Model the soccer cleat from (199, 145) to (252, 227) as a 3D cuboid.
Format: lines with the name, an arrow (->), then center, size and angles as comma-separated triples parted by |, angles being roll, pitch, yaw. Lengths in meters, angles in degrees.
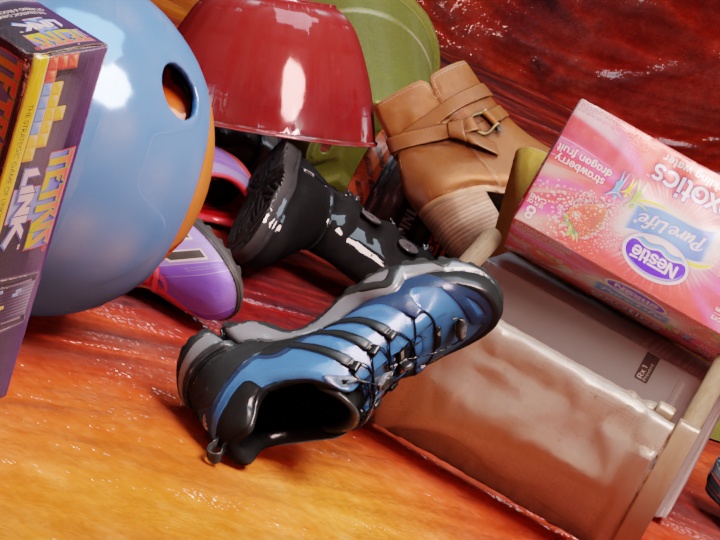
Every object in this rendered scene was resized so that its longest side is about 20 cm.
soccer cleat -> -0.163, -0.083, 1.550 | 0.199, 0.067, 0.077 | 21, 18, -34

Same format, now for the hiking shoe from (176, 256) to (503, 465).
hiking shoe -> -0.003, 0.059, 1.159 | 0.199, 0.075, 0.087 | -20, 42, -10

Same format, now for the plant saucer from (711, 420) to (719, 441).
plant saucer -> 0.270, 0.091, 1.796 | 0.199, 0.031, 0.200 | 26, 12, -6

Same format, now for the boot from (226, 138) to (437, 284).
boot -> 0.000, -0.001, 1.539 | 0.200, 0.066, 0.165 | 40, 27, -13

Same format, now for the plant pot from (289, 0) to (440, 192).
plant pot -> -0.006, -0.147, 1.890 | 0.199, 0.201, 0.190 | 22, 26, -21

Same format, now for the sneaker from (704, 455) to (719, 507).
sneaker -> 0.335, 0.166, 1.524 | 0.199, 0.080, 0.095 | 13, 16, -46

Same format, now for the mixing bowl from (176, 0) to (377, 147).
mixing bowl -> -0.074, -0.170, 1.645 | 0.199, 0.109, 0.200 | 10, 7, -1

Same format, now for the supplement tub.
supplement tub -> 0.086, -0.033, 1.709 | 0.199, 0.123, 0.122 | 27, 13, 7

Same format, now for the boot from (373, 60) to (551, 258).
boot -> 0.120, -0.103, 1.632 | 0.199, 0.074, 0.155 | -20, 71, -26

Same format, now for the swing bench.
swing bench -> 0.117, 0.085, 1.308 | 0.198, 0.130, 0.200 | 30, 18, 11

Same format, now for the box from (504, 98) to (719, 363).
box -> 0.210, -0.019, 1.400 | 0.199, 0.103, 0.095 | 30, -9, 6

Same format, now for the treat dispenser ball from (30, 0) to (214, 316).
treat dispenser ball -> -0.182, -0.075, 1.153 | 0.200, 0.202, 0.201 | 25, 13, -6

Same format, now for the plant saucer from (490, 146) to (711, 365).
plant saucer -> 0.175, 0.032, 1.524 | 0.199, 0.201, 0.048 | 27, 42, 17

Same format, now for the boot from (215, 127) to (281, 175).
boot -> -0.164, -0.150, 1.788 | 0.173, 0.070, 0.200 | 22, 16, -24

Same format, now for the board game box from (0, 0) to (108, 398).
board game box -> -0.222, -0.055, 0.988 | 0.165, 0.201, 0.057 | 32, 27, 23

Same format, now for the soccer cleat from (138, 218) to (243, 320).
soccer cleat -> -0.165, -0.022, 1.326 | 0.200, 0.068, 0.073 | 36, 39, 19

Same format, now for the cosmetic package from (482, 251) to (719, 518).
cosmetic package -> 0.158, 0.079, 1.452 | 0.199, 0.107, 0.090 | 28, 11, 11
